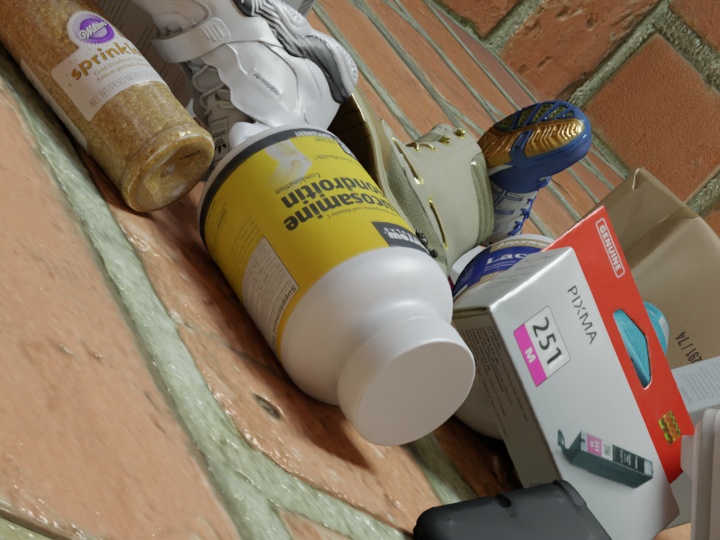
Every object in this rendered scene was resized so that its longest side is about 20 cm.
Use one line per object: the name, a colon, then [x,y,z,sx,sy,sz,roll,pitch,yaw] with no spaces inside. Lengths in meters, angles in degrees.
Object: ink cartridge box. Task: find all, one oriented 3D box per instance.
ink cartridge box: [0.161,0.077,1.295,0.173,0.043,0.201,-33,105,-38]

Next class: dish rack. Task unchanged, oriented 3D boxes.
dish rack: [0.248,0.193,1.334,0.172,0.043,0.202,33,59,-66]

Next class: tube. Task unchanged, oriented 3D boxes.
tube: [0.205,0.058,1.460,0.078,0.050,0.200,55,10,2]

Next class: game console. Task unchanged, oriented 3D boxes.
game console: [0.129,0.232,1.121,0.175,0.117,0.200,-7,43,-35]

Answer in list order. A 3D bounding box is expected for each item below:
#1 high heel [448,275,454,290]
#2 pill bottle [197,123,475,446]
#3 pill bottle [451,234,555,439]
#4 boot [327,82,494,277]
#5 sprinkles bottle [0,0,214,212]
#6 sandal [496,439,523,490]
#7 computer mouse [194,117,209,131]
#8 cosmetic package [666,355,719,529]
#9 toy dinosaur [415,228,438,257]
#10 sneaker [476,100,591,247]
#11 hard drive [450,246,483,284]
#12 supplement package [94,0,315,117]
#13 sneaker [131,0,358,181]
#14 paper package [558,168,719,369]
high heel: [0.000,0.000,1.473,0.067,0.096,0.201,-8,-55,52]
pill bottle: [-0.013,0.009,1.184,0.112,0.112,0.200,30,18,-48]
pill bottle: [0.117,0.041,1.426,0.116,0.116,0.200,43,15,-4]
boot: [0.024,-0.082,1.415,0.201,0.072,0.155,63,33,-11]
sprinkles bottle: [-0.173,-0.127,1.229,0.200,0.068,0.068,49,13,23]
sandal: [0.139,0.130,1.414,0.082,0.055,0.200,42,12,-7]
computer mouse: [-0.068,-0.104,1.501,0.199,0.110,0.044,31,52,-11]
cosmetic package: [0.280,0.125,1.503,0.074,0.198,0.102,-108,-175,-65]
toy dinosaur: [-0.001,-0.006,1.334,0.200,0.088,0.048,39,11,-23]
sneaker: [0.115,-0.065,1.522,0.088,0.199,0.075,54,49,-14]
hard drive: [0.072,-0.015,1.680,0.200,0.026,0.132,35,14,-38]
supplement package: [-0.136,-0.241,1.394,0.200,0.152,0.151,42,40,7]
sneaker: [-0.093,-0.126,1.252,0.199,0.116,0.075,31,-22,-32]
paper package: [0.240,0.051,1.645,0.200,0.190,0.104,47,3,-35]
